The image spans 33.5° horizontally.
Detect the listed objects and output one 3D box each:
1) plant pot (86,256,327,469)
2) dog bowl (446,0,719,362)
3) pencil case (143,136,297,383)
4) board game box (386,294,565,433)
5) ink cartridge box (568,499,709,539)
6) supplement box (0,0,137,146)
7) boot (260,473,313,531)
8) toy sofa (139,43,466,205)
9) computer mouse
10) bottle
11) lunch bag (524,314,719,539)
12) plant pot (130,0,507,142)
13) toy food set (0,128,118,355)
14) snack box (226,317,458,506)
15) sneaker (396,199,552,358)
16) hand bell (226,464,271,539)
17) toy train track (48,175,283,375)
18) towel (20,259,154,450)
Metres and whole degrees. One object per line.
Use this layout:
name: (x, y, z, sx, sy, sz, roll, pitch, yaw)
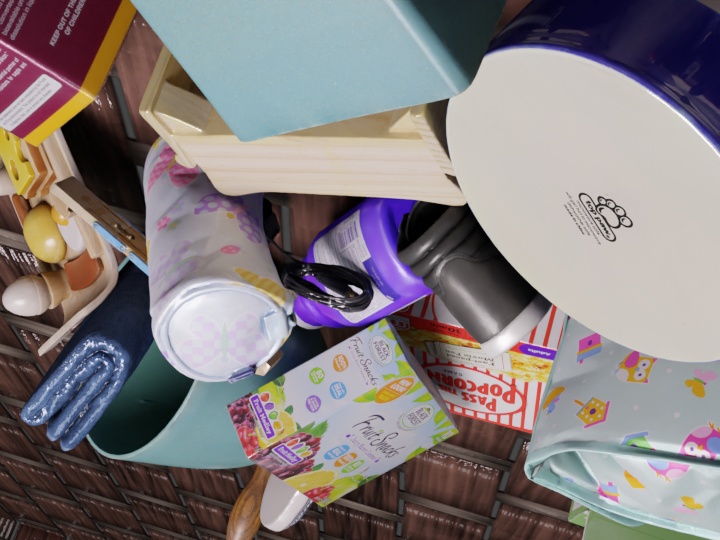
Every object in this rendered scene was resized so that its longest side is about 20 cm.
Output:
plant pot: (-0.125, 0.082, 1.048, 0.160, 0.202, 0.200, 23, 158, -38)
dog bowl: (0.142, -0.052, 0.606, 0.200, 0.079, 0.201, 36, 154, 20)
pencil case: (-0.099, -0.020, 0.805, 0.090, 0.201, 0.083, -23, 130, 5)
board game box: (0.100, 0.072, 1.035, 0.150, 0.047, 0.200, 13, 155, 13)
ink cartridge box: (0.232, 0.168, 0.956, 0.103, 0.201, 0.059, 19, 156, 0)
supplement box: (-0.250, -0.172, 0.727, 0.199, 0.086, 0.110, 31, 153, -26)
boot: (-0.014, 0.176, 1.164, 0.090, 0.201, 0.073, 29, -175, -26)
toy sofa: (-0.022, -0.102, 0.719, 0.199, 0.083, 0.098, 4, 155, 28)
computer mouse: (-0.066, -0.013, 0.890, 0.200, 0.058, 0.034, 34, 135, 37)
bottle: (0.000, 0.000, 0.915, 0.084, 0.065, 0.200, 64, 150, 5)
lunch bag: (0.224, 0.089, 0.834, 0.199, 0.171, 0.122, 4, 145, 28)
plant pot: (-0.038, -0.183, 0.509, 0.141, 0.142, 0.200, -5, 139, 41)
toy food set: (-0.260, -0.043, 0.919, 0.143, 0.060, 0.201, -31, 82, 58)
snack box: (-0.007, 0.121, 0.973, 0.142, 0.053, 0.200, -30, 155, 3)
sneaker: (0.080, -0.020, 0.782, 0.071, 0.200, 0.099, -40, 94, 18)
hand bell: (-0.090, 0.192, 1.213, 0.103, 0.201, 0.104, 20, 164, 6)
toy train track: (-0.142, 0.010, 0.846, 0.200, 0.115, 0.033, 40, 119, 5)
towel: (-0.180, 0.042, 0.905, 0.048, 0.200, 0.112, 39, 116, -11)
